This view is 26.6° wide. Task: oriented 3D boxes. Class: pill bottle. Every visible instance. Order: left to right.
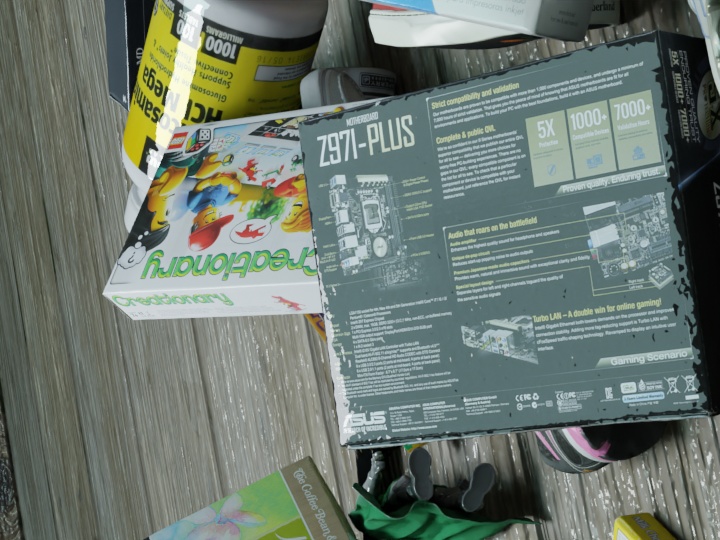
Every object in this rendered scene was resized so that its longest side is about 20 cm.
[{"bbox_3d":[-0.099,-0.110,1.032,0.113,0.111,0.202,56,136,47],"label":"pill bottle"}]

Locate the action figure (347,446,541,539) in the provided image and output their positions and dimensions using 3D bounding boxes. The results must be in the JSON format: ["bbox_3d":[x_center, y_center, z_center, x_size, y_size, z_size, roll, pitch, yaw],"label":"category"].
[{"bbox_3d":[0.036,0.155,0.997,0.200,0.117,0.055,126,159,-71],"label":"action figure"}]

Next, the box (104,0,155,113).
[{"bbox_3d":[-0.129,-0.234,1.200,0.079,0.139,0.203,-148,55,-61],"label":"box"}]

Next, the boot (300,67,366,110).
[{"bbox_3d":[0.036,-0.059,0.931,0.095,0.073,0.202,-32,65,20],"label":"boot"}]

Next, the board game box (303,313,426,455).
[{"bbox_3d":[-0.007,0.034,0.992,0.201,0.030,0.096,58,-170,-33],"label":"board game box"}]

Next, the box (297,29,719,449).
[{"bbox_3d":[0.080,-0.009,0.718,0.198,0.086,0.166,-11,87,36],"label":"box"}]

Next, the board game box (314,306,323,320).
[{"bbox_3d":[0.000,0.000,0.960,0.120,0.032,0.201,50,-165,-32],"label":"board game box"}]

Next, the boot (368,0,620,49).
[{"bbox_3d":[0.067,-0.197,0.835,0.199,0.072,0.146,1,97,59],"label":"boot"}]

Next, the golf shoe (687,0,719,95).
[{"bbox_3d":[0.165,-0.132,0.637,0.097,0.077,0.203,105,159,-77],"label":"golf shoe"}]

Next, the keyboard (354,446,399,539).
[{"bbox_3d":[0.011,0.101,1.119,0.104,0.039,0.203,-89,-7,-85],"label":"keyboard"}]

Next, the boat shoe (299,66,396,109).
[{"bbox_3d":[-0.036,-0.107,1.101,0.198,0.073,0.069,6,92,56],"label":"boat shoe"}]

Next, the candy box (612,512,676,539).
[{"bbox_3d":[0.157,0.240,0.797,0.102,0.026,0.203,-137,45,-58],"label":"candy box"}]

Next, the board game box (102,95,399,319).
[{"bbox_3d":[-0.051,-0.035,0.891,0.198,0.035,0.127,-4,55,37],"label":"board game box"}]

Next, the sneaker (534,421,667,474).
[{"bbox_3d":[0.089,0.020,0.827,0.086,0.079,0.202,125,135,-58],"label":"sneaker"}]

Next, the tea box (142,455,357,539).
[{"bbox_3d":[-0.071,0.274,1.066,0.134,0.195,0.201,55,170,47],"label":"tea box"}]

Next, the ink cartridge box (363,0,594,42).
[{"bbox_3d":[0.066,-0.219,0.721,0.115,0.067,0.203,16,102,28],"label":"ink cartridge box"}]
